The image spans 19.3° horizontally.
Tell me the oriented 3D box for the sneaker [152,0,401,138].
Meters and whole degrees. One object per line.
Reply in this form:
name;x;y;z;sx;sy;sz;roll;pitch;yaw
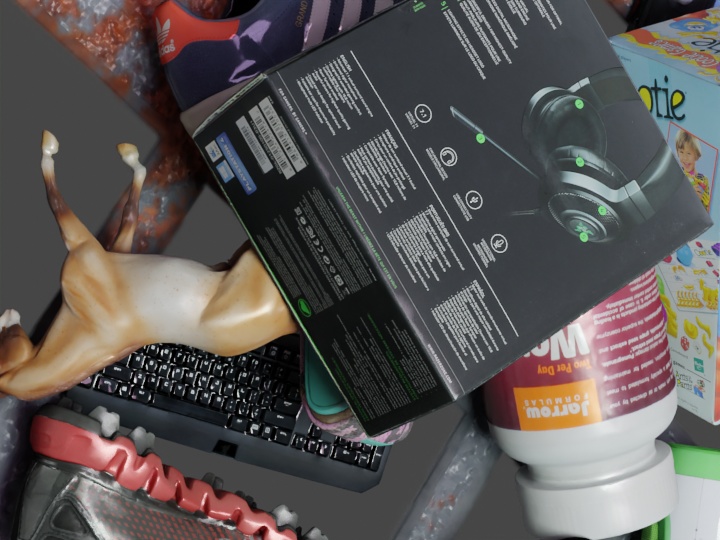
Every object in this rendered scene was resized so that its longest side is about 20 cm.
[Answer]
sneaker;-0.022;-0.144;1.112;0.199;0.075;0.085;-30;95;-33

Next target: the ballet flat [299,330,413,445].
ballet flat;0.000;0.000;1.119;0.071;0.069;0.202;35;45;-52

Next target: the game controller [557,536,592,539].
game controller;0.054;0.219;1.160;0.198;0.042;0.105;-20;122;-5

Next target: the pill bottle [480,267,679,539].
pill bottle;0.117;0.041;1.183;0.109;0.109;0.202;-17;101;-29

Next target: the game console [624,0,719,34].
game console;0.275;-0.136;1.265;0.199;0.118;0.174;30;77;-28

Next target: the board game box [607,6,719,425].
board game box;0.207;-0.034;1.206;0.102;0.105;0.202;-18;120;-30

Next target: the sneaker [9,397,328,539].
sneaker;-0.095;0.146;1.081;0.200;0.071;0.099;30;77;-27

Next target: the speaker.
speaker;0.200;0.207;1.257;0.088;0.088;0.202;9;87;-31

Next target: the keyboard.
keyboard;-0.053;0.049;1.120;0.199;0.040;0.105;18;84;-32

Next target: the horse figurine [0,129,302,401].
horse figurine;-0.087;-0.002;1.052;0.198;0.050;0.134;1;71;0

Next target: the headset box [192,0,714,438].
headset box;0.051;-0.048;1.032;0.199;0.093;0.175;-32;92;-31
